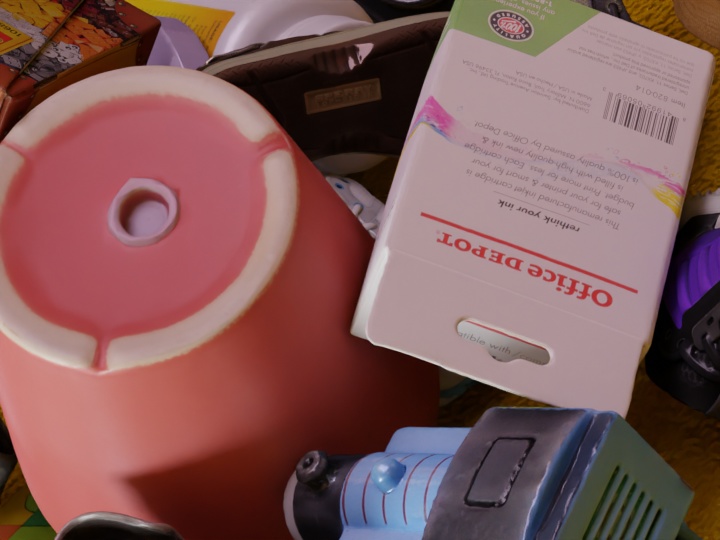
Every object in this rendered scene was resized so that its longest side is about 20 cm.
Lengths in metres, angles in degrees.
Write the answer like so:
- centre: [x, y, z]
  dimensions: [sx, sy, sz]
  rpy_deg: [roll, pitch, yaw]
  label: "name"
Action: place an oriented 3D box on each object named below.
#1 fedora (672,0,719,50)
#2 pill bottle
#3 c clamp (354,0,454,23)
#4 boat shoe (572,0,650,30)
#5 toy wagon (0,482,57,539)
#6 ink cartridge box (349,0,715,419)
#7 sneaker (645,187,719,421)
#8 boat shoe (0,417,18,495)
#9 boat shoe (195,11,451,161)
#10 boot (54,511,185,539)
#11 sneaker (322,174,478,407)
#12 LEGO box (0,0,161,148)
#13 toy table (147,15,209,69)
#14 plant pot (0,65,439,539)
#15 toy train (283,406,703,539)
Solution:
- centre: [0.233, -0.146, 1.312]
  dimensions: [0.200, 0.082, 0.201]
  rpy_deg: [-31, 27, 18]
  label: "fedora"
- centre: [-0.059, -0.101, 1.568]
  dimensions: [0.109, 0.109, 0.200]
  rpy_deg: [-53, 32, -15]
  label: "pill bottle"
- centre: [0.027, -0.222, 1.539]
  dimensions: [0.200, 0.170, 0.027]
  rpy_deg: [-62, -5, 30]
  label: "c clamp"
- centre: [0.113, -0.088, 1.363]
  dimensions: [0.066, 0.072, 0.201]
  rpy_deg: [-12, 57, -10]
  label: "boat shoe"
- centre: [-0.089, 0.112, 1.375]
  dimensions: [0.200, 0.040, 0.155]
  rpy_deg: [-7, 32, 45]
  label: "toy wagon"
- centre: [0.068, -0.017, 1.224]
  dimensions: [0.067, 0.117, 0.200]
  rpy_deg: [114, 175, -54]
  label: "ink cartridge box"
- centre: [0.166, 0.014, 1.177]
  dimensions: [0.100, 0.069, 0.200]
  rpy_deg: [-65, 9, -15]
  label: "sneaker"
- centre: [-0.221, 0.037, 1.451]
  dimensions: [0.057, 0.067, 0.200]
  rpy_deg: [-47, 59, 28]
  label: "boat shoe"
- centre: [0.007, -0.091, 1.440]
  dimensions: [0.201, 0.075, 0.075]
  rpy_deg: [-3, 13, -16]
  label: "boat shoe"
- centre: [-0.077, 0.154, 1.241]
  dimensions: [0.200, 0.146, 0.070]
  rpy_deg: [-4, 50, 48]
  label: "boot"
- centre: [0.000, 0.000, 1.401]
  dimensions: [0.075, 0.087, 0.200]
  rpy_deg: [-45, 32, -7]
  label: "sneaker"
- centre: [-0.182, -0.028, 1.323]
  dimensions: [0.149, 0.077, 0.201]
  rpy_deg: [-36, -28, -62]
  label: "LEGO box"
- centre: [-0.140, -0.034, 1.484]
  dimensions: [0.184, 0.117, 0.201]
  rpy_deg: [-40, 55, 48]
  label: "toy table"
- centre: [-0.075, 0.017, 1.263]
  dimensions: [0.200, 0.177, 0.201]
  rpy_deg: [-5, 60, 9]
  label: "plant pot"
- centre: [0.052, 0.109, 1.178]
  dimensions: [0.200, 0.114, 0.087]
  rpy_deg: [-1, 50, 48]
  label: "toy train"
